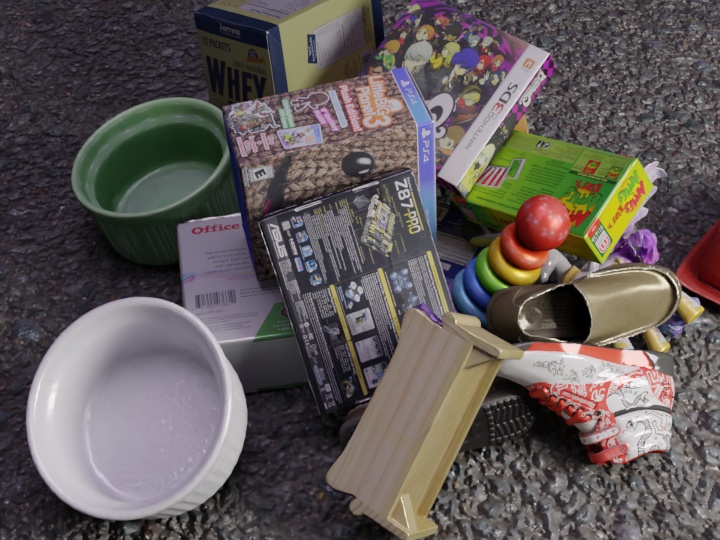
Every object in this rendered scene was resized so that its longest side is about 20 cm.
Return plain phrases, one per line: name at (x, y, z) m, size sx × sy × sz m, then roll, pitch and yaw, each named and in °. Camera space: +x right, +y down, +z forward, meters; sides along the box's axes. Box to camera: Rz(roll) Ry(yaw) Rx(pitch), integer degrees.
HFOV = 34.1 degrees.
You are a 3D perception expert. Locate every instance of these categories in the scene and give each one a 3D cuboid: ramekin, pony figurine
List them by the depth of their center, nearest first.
ramekin at (-0.201, 0.136, 1.100) m, size 0.197 × 0.098 × 0.204 m, roll -4°, pitch 72°, yaw 11°
pony figurine at (0.268, 0.001, 1.262) m, size 0.192 × 0.167 × 0.201 m, roll -32°, pitch 65°, yaw -19°
ramekin at (-0.232, -0.102, 1.393) m, size 0.196 × 0.098 × 0.202 m, roll -8°, pitch 47°, yaw 9°

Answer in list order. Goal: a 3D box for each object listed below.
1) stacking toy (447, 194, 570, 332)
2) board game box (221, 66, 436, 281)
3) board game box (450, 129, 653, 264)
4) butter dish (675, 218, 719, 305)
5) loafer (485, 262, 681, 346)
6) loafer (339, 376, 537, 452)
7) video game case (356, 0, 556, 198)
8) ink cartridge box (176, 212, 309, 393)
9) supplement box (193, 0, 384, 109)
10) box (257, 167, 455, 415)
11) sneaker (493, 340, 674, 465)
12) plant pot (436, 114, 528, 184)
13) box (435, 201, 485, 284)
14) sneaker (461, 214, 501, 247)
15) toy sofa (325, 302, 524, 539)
stacking toy at (0.149, -0.002, 1.194) m, size 0.084 × 0.201 × 0.086 m, roll 17°, pitch 44°, yaw -18°
board game box at (-0.029, -0.097, 1.202) m, size 0.197 × 0.161 × 0.098 m, roll -14°, pitch 45°, yaw -8°
board game box at (0.198, -0.083, 1.240) m, size 0.199 × 0.048 × 0.102 m, roll 23°, pitch 72°, yaw 49°
butter dish at (0.475, -0.041, 1.281) m, size 0.198 × 0.149 × 0.199 m, roll 28°, pitch 50°, yaw 30°
loafer at (0.223, 0.040, 1.139) m, size 0.196 × 0.077 × 0.067 m, roll -12°, pitch 9°, yaw -5°
loafer at (0.073, 0.145, 1.162) m, size 0.196 × 0.074 × 0.071 m, roll -7°, pitch 30°, yaw -11°
video game case at (0.090, -0.201, 1.319) m, size 0.199 × 0.036 × 0.182 m, roll 34°, pitch 84°, yaw 32°
ink cartridge box at (-0.120, 0.031, 1.272) m, size 0.143 × 0.088 × 0.202 m, roll -8°, pitch 44°, yaw -7°
supplement box at (-0.080, -0.254, 1.479) m, size 0.133 × 0.203 × 0.199 m, roll 22°, pitch 42°, yaw 38°
box at (0.004, 0.020, 1.145) m, size 0.159 × 0.203 × 0.049 m, roll -19°, pitch 8°, yaw -1°
sneaker at (0.211, 0.128, 1.120) m, size 0.198 × 0.067 × 0.110 m, roll 5°, pitch 79°, yaw -17°
plant pot at (0.077, -0.185, 1.439) m, size 0.182 × 0.202 × 0.201 m, roll -31°, pitch 47°, yaw -8°
box at (0.069, -0.004, 1.342) m, size 0.119 × 0.033 × 0.201 m, roll 17°, pitch 46°, yaw 20°
sneaker at (0.210, -0.055, 1.352) m, size 0.197 × 0.091 × 0.079 m, roll -15°, pitch 47°, yaw -11°
toy sofa at (0.058, 0.135, 1.068) m, size 0.097 × 0.202 × 0.083 m, roll 28°, pitch 6°, yaw 24°
